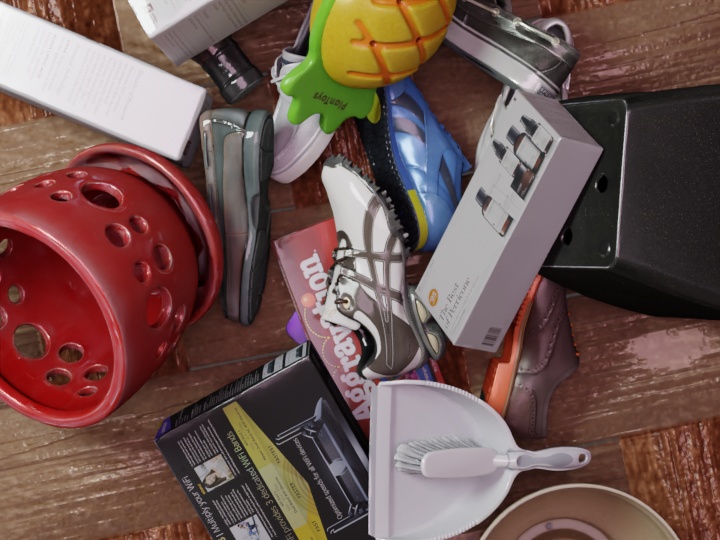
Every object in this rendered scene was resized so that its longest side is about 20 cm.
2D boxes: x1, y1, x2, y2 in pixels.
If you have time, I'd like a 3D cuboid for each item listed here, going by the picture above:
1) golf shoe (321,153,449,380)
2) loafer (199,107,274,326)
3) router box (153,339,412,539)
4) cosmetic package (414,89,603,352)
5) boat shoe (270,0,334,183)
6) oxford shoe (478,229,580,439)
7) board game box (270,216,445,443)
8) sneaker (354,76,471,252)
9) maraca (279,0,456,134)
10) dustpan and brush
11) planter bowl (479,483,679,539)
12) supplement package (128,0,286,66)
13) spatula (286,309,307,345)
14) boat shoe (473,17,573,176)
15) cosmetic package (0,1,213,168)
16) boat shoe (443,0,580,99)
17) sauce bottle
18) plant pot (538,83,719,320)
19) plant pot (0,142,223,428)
[{"bbox_3d":[0.000,0.000,1.627,0.094,0.078,0.202,-26,93,-12],"label":"golf shoe"},{"bbox_3d":[-0.113,-0.050,1.647,0.062,0.072,0.202,10,115,10],"label":"loafer"},{"bbox_3d":[-0.063,0.187,1.640,0.156,0.052,0.201,-28,103,7],"label":"router box"},{"bbox_3d":[0.118,-0.040,1.546,0.050,0.083,0.201,11,117,-31],"label":"cosmetic package"},{"bbox_3d":[-0.043,-0.176,1.647,0.068,0.072,0.201,23,102,-37],"label":"boat shoe"},{"bbox_3d":[0.164,0.052,1.669,0.072,0.071,0.202,17,99,-4],"label":"oxford shoe"},{"bbox_3d":[0.002,0.050,1.675,0.102,0.019,0.202,-22,93,-10],"label":"board game box"},{"bbox_3d":[0.049,-0.115,1.677,0.078,0.066,0.202,-14,84,-26],"label":"sneaker"},{"bbox_3d":[0.008,-0.202,1.576,0.107,0.136,0.201,47,112,37],"label":"maraca"},{"bbox_3d":[0.106,0.164,1.626,0.198,0.057,0.141,0,93,-31],"label":"dustpan and brush"},{"bbox_3d":[0.182,0.281,1.630,0.198,0.135,0.203,0,88,0],"label":"planter bowl"},{"bbox_3d":[-0.107,-0.280,1.571,0.199,0.117,0.118,-30,82,2],"label":"supplement package"},{"bbox_3d":[-0.070,0.101,1.681,0.056,0.021,0.201,35,81,-2],"label":"spatula"},{"bbox_3d":[0.145,-0.128,1.667,0.070,0.069,0.202,12,90,-2],"label":"boat shoe"},{"bbox_3d":[-0.233,-0.161,1.649,0.198,0.102,0.075,21,89,-1],"label":"cosmetic package"},{"bbox_3d":[0.106,-0.217,1.645,0.199,0.071,0.064,37,93,25],"label":"boat shoe"},{"bbox_3d":[-0.160,-0.239,1.668,0.066,0.066,0.201,-38,88,-1],"label":"sauce bottle"},{"bbox_3d":[0.243,-0.064,1.574,0.176,0.199,0.202,5,89,-29],"label":"plant pot"},{"bbox_3d":[-0.227,0.006,1.585,0.199,0.182,0.202,16,122,26],"label":"plant pot"}]
